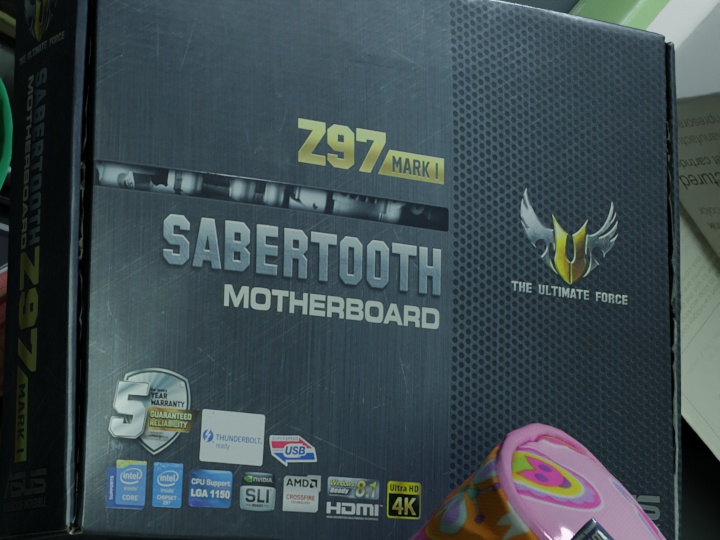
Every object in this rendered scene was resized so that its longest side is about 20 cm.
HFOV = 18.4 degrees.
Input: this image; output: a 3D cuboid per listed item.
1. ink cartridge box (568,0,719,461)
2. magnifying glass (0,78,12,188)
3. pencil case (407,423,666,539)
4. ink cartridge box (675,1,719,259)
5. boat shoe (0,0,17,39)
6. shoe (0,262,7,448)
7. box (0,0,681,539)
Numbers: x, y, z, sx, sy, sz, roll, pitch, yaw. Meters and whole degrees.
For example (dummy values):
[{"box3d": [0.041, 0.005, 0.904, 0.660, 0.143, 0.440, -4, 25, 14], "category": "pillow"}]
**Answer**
[{"box3d": [0.135, -0.010, 0.810, 0.146, 0.048, 0.200, -49, 114, -23], "category": "ink cartridge box"}, {"box3d": [-0.191, -0.022, 0.629, 0.199, 0.022, 0.080, -21, 100, -32], "category": "magnifying glass"}, {"box3d": [0.009, 0.133, 0.576, 0.087, 0.088, 0.200, 34, 108, -26], "category": "pencil case"}, {"box3d": [0.224, -0.027, 0.754, 0.146, 0.146, 0.200, -45, 110, -25], "category": "ink cartridge box"}, {"box3d": [-0.117, -0.134, 0.649, 0.200, 0.065, 0.074, 41, 68, -25], "category": "boat shoe"}, {"box3d": [-0.100, 0.038, 0.639, 0.200, 0.091, 0.072, -37, 106, -27], "category": "shoe"}, {"box3d": [0.000, 0.000, 0.620, 0.199, 0.051, 0.159, 8, 77, -32], "category": "box"}]
